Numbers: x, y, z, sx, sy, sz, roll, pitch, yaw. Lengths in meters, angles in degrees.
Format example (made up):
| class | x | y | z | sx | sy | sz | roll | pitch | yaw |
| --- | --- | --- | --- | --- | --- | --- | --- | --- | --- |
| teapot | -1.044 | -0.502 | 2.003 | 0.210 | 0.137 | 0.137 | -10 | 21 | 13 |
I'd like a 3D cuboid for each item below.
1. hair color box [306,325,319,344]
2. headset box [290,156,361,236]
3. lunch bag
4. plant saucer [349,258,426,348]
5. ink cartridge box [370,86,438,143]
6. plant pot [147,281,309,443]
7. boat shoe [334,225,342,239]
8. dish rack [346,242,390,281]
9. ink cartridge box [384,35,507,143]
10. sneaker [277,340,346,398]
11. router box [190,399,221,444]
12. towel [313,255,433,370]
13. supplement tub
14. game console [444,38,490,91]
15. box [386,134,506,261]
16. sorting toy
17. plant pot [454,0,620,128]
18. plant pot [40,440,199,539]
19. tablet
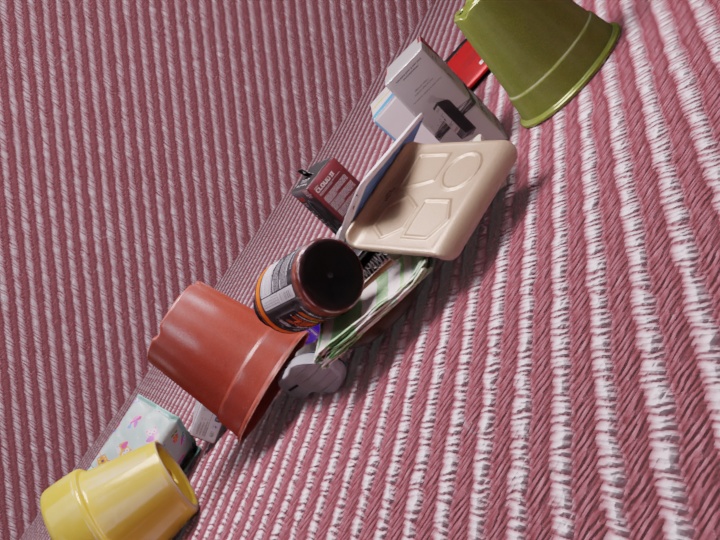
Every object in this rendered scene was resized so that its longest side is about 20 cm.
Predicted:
| class | x | y | z | sx | sy | sz | roll | pitch | yaw |
| --- | --- | --- | --- | --- | --- | --- | --- | --- | --- |
| hair color box | -0.154 | 0.154 | 1.634 | 0.201 | 0.065 | 0.109 | -54 | 13 | -7 |
| headset box | -0.029 | -0.112 | 1.641 | 0.078 | 0.200 | 0.149 | -50 | 13 | -8 |
| lunch bag | -0.383 | 0.352 | 1.727 | 0.171 | 0.121 | 0.201 | -57 | -23 | -24 |
| plant saucer | 0.030 | 0.044 | 1.333 | 0.200 | 0.037 | 0.201 | -43 | 12 | 12 |
| ink cartridge box | 0.119 | -0.307 | 1.812 | 0.146 | 0.146 | 0.200 | -48 | 13 | 12 |
| plant pot | -0.213 | 0.129 | 1.479 | 0.202 | 0.194 | 0.201 | -57 | -4 | -6 |
| boat shoe | -0.031 | -0.018 | 1.598 | 0.072 | 0.068 | 0.200 | -49 | -6 | -19 |
| dish rack | 0.000 | 0.000 | 1.464 | 0.154 | 0.055 | 0.199 | -50 | -18 | 19 |
| ink cartridge box | 0.135 | -0.265 | 1.508 | 0.084 | 0.200 | 0.145 | -42 | 14 | 16 |
| sneaker | -0.066 | 0.132 | 1.356 | 0.071 | 0.073 | 0.200 | -61 | 15 | -22 |
| router box | -0.257 | 0.196 | 1.773 | 0.180 | 0.048 | 0.202 | -123 | 54 | -77 |
| towel | 0.016 | 0.037 | 1.257 | 0.200 | 0.023 | 0.153 | -43 | 11 | 12 |
| supplement tub | -0.081 | 0.028 | 1.315 | 0.108 | 0.107 | 0.199 | -56 | 15 | -27 |
| game console | 0.275 | -0.455 | 1.990 | 0.200 | 0.118 | 0.173 | -47 | 44 | 18 |
| box | 0.108 | -0.103 | 1.344 | 0.199 | 0.069 | 0.082 | -34 | 14 | 16 |
| sorting toy | 0.093 | -0.093 | 1.239 | 0.199 | 0.037 | 0.186 | 10 | 61 | 49 |
| plant pot | 0.243 | -0.349 | 1.387 | 0.200 | 0.189 | 0.200 | -46 | 14 | 15 |
| plant pot | -0.363 | 0.374 | 1.478 | 0.188 | 0.202 | 0.201 | -35 | 11 | -7 |
| tablet | 0.028 | -0.131 | 1.345 | 0.201 | 0.014 | 0.131 | -54 | -9 | -43 |
